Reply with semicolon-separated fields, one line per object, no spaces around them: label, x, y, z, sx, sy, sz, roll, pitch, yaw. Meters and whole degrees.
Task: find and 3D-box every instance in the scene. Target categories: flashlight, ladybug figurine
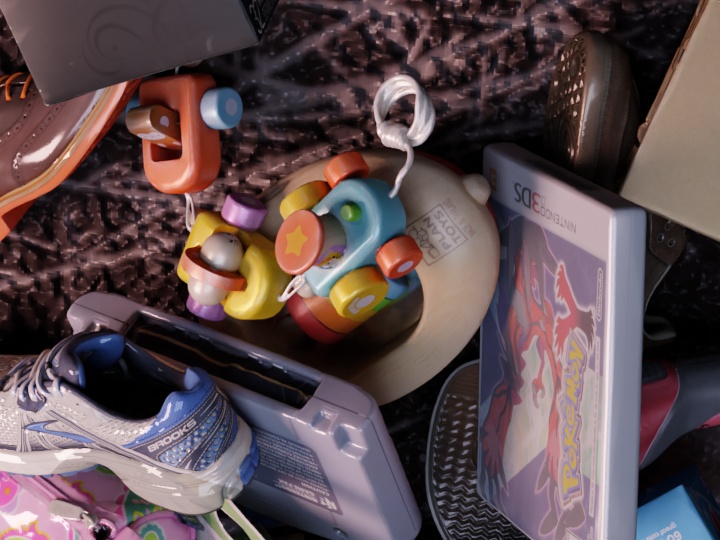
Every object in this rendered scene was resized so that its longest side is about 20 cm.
flashlight;0.203;0.073;1.559;0.200;0.068;0.068;-6;82;-7
ladybug figurine;0.000;0.000;1.560;0.200;0.072;0.136;-32;101;32

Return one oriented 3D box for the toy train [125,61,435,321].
toy train;-0.055;-0.046;1.497;0.200;0.056;0.150;3;93;40

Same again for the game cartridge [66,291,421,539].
game cartridge;-0.061;0.087;1.576;0.200;0.041;0.133;20;147;29

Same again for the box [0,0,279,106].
box;-0.126;-0.212;1.425;0.124;0.149;0.200;-15;116;19

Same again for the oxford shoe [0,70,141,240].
oxford shoe;-0.182;-0.079;1.548;0.073;0.071;0.200;43;125;-9

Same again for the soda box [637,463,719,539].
soda box;0.109;0.185;1.570;0.200;0.064;0.068;-30;89;14

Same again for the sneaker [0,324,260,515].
sneaker;-0.147;0.062;1.532;0.200;0.077;0.085;9;137;28

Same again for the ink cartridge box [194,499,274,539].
ink cartridge box;-0.038;0.190;1.582;0.048;0.146;0.200;-26;136;-22

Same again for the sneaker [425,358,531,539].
sneaker;0.085;0.145;1.647;0.073;0.085;0.200;-8;96;16

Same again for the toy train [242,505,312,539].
toy train;-0.042;0.179;1.693;0.034;0.046;0.200;-8;118;14

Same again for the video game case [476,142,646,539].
video game case;0.101;0.047;1.495;0.023;0.182;0.200;-4;104;-17

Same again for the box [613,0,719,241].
box;0.253;-0.074;1.478;0.200;0.021;0.164;23;100;-7

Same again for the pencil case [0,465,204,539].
pencil case;-0.180;0.118;1.607;0.200;0.087;0.087;37;127;32

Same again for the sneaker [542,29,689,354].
sneaker;0.139;-0.040;1.538;0.075;0.070;0.200;-3;125;-9
